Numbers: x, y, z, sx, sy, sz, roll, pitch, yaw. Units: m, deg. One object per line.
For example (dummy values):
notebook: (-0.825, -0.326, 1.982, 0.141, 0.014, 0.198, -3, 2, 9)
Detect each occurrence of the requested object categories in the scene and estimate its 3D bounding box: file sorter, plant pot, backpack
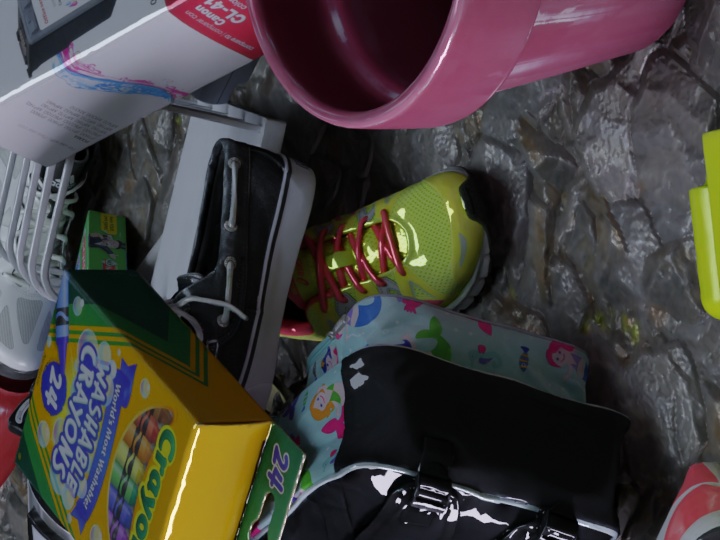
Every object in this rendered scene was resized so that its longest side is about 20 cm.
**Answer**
file sorter: (-0.140, -0.043, 1.708, 0.200, 0.124, 0.139, -153, 76, -73)
plant pot: (0.065, -0.172, 1.425, 0.200, 0.179, 0.200, 9, 101, 55)
backpack: (0.031, 0.113, 1.511, 0.200, 0.177, 0.151, 129, 151, -50)

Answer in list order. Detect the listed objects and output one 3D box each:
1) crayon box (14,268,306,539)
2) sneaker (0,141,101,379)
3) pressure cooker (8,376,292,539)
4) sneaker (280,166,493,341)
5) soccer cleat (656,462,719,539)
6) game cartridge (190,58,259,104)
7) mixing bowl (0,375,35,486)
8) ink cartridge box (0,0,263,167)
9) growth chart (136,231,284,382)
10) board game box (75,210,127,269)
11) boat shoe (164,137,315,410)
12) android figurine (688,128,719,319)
crayon box: (-0.112, 0.100, 1.506, 0.200, 0.052, 0.126, 43, 124, 47)
sneaker: (-0.226, -0.033, 1.922, 0.115, 0.076, 0.201, 144, 127, -59)
pressure cooker: (-0.117, 0.138, 1.694, 0.179, 0.176, 0.200, -116, 24, -49)
sneaker: (0.000, 0.000, 1.614, 0.200, 0.090, 0.078, -35, 64, 50)
soccer cleat: (0.167, 0.192, 1.431, 0.073, 0.068, 0.200, -99, 16, -58)
game cartridge: (-0.101, -0.213, 1.652, 0.133, 0.041, 0.200, -57, 49, 36)
mixing bowl: (-0.295, 0.071, 1.984, 0.108, 0.200, 0.200, -35, 63, 26)
ink cartridge box: (-0.135, -0.167, 1.555, 0.200, 0.086, 0.148, -25, 62, 25)
growth chart: (-0.102, 0.058, 1.831, 0.200, 0.018, 0.145, 62, 140, 31)
board game box: (-0.180, 0.065, 1.856, 0.200, 0.029, 0.135, -100, 23, -62)
boat shoe: (-0.081, 0.023, 1.572, 0.074, 0.068, 0.200, -6, 66, 64)
android figurine: (0.222, -0.015, 1.337, 0.182, 0.041, 0.200, -17, 79, 54)
